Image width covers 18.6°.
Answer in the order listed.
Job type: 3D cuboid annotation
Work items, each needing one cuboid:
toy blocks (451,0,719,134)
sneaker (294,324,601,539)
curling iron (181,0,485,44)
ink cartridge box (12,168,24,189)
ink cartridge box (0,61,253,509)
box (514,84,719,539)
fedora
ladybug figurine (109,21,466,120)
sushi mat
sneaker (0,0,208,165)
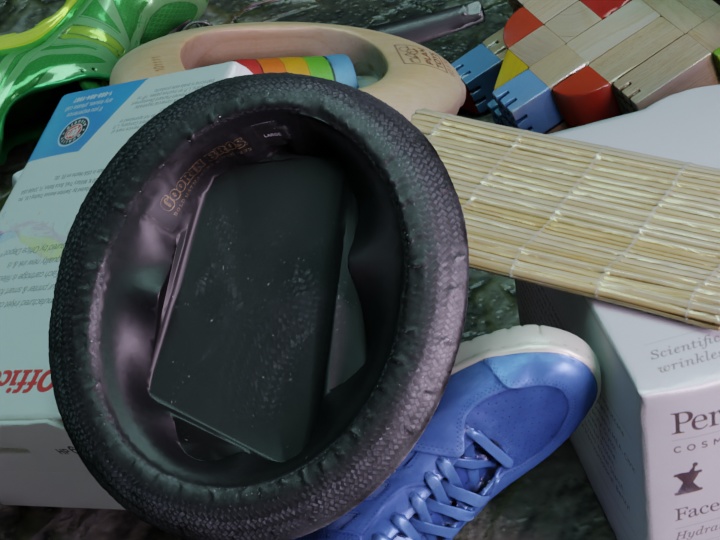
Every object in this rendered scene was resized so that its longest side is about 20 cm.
[{"bbox_3d":[0.129,-0.113,1.235,0.136,0.100,0.200,-34,41,-6],"label":"toy blocks"},{"bbox_3d":[0.025,0.112,0.937,0.199,0.077,0.112,-32,36,19],"label":"sneaker"},{"bbox_3d":[-0.023,-0.137,1.310,0.199,0.050,0.026,-7,4,17],"label":"curling iron"},{"bbox_3d":[-0.069,-0.043,1.215,0.199,0.047,0.160,-29,43,-21],"label":"ink cartridge box"},{"bbox_3d":[-0.117,0.011,1.049,0.144,0.085,0.201,-4,51,46],"label":"ink cartridge box"},{"bbox_3d":[0.189,0.019,1.016,0.198,0.131,0.200,-15,38,-6],"label":"box"},{"bbox_3d":[-0.035,0.021,0.943,0.199,0.092,0.202,-3,78,16],"label":"fedora"},{"bbox_3d":[-0.038,-0.083,1.193,0.199,0.072,0.136,-2,31,-14],"label":"ladybug figurine"},{"bbox_3d":[0.090,-0.027,0.980,0.199,0.012,0.096,14,44,28],"label":"sushi mat"},{"bbox_3d":[-0.166,-0.119,1.325,0.200,0.074,0.084,-35,63,-26],"label":"sneaker"}]
